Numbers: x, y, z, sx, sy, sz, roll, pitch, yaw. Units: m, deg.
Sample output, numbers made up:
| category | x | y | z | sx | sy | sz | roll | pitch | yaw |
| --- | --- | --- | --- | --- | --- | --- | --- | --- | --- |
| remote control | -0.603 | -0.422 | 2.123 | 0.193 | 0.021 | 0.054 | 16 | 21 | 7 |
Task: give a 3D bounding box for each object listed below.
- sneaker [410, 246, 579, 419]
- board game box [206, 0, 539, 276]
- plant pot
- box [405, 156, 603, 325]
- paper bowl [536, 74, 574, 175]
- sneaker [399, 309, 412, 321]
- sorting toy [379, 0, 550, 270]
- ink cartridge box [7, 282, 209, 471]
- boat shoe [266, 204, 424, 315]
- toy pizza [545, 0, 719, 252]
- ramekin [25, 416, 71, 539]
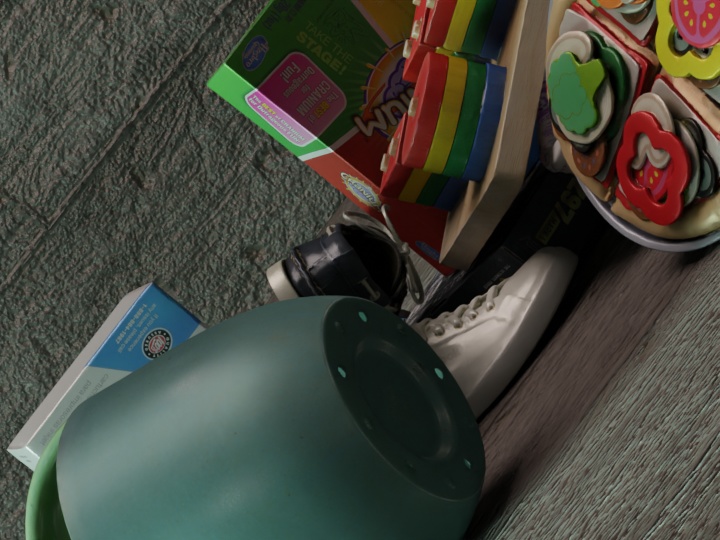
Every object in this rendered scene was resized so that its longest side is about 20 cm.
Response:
| category | x | y | z | sx | sy | sz | roll | pitch | yaw |
| --- | --- | --- | --- | --- | --- | --- | --- | --- | --- |
| sneaker | 0.047 | 0.050 | 1.793 | 0.200 | 0.085 | 0.073 | -50 | 4 | 15 |
| board game box | 0.024 | -0.118 | 1.909 | 0.153 | 0.200 | 0.040 | -55 | 7 | -25 |
| plant pot | -0.032 | 0.108 | 1.555 | 0.161 | 0.201 | 0.201 | -36 | 12 | 26 |
| box | 0.103 | -0.018 | 1.931 | 0.158 | 0.051 | 0.200 | -57 | 7 | -33 |
| paper bowl | 0.170 | -0.148 | 1.709 | 0.201 | 0.104 | 0.202 | -170 | 90 | -84 |
| sneaker | 0.014 | 0.071 | 2.086 | 0.200 | 0.081 | 0.074 | 77 | -170 | -78 |
| sorting toy | 0.065 | -0.125 | 1.791 | 0.199 | 0.069 | 0.201 | 118 | 164 | -73 |
| ink cartridge box | -0.121 | 0.129 | 2.076 | 0.147 | 0.200 | 0.146 | -53 | 7 | -10 |
| boat shoe | 0.000 | 0.000 | 1.829 | 0.062 | 0.075 | 0.200 | -35 | -12 | 14 |
| toy pizza | 0.149 | -0.109 | 1.523 | 0.032 | 0.201 | 0.200 | -6 | -24 | -33 |
| ramekin | -0.089 | 0.147 | 1.750 | 0.200 | 0.200 | 0.098 | -50 | -2 | 22 |
